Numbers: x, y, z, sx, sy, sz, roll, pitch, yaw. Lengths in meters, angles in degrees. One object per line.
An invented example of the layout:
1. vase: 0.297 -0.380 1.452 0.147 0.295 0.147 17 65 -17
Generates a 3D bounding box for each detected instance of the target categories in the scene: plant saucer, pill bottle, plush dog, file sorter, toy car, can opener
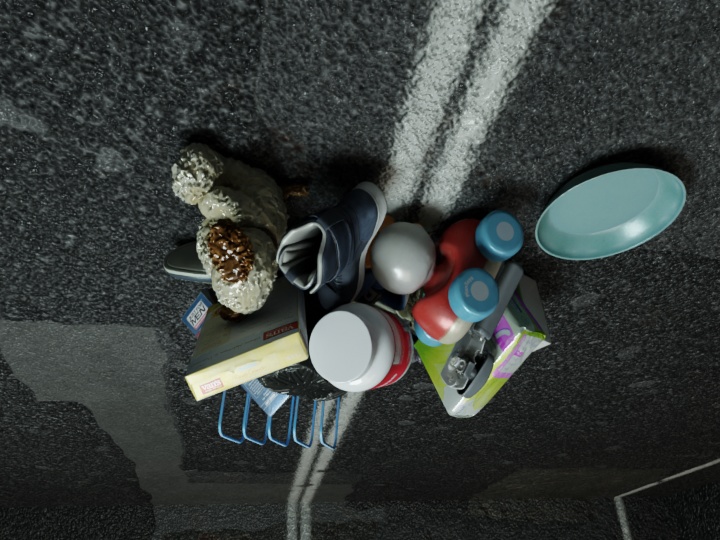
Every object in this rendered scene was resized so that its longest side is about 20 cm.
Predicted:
1. plant saucer: 0.334 -0.084 0.778 0.192 0.037 0.202 -3 148 -2
2. pill bottle: 0.003 0.105 0.782 0.108 0.117 0.199 -12 169 15
3. plush dog: -0.138 -0.031 0.686 0.154 0.177 0.202 -1 148 -3
4. file sorter: -0.139 0.243 1.013 0.192 0.127 0.140 1 157 10
5. toy car: 0.087 -0.020 0.785 0.196 0.180 0.185 31 159 -2
6. can opener: 0.182 0.084 0.827 0.066 0.204 0.053 33 173 -33

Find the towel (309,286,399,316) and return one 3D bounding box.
1. towel: -0.055 0.081 1.023 0.189 0.036 0.197 -26 144 37

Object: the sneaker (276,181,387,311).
1. sneaker: -0.049 0.000 0.707 0.076 0.146 0.206 33 134 16

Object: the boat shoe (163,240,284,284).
1. boat shoe: -0.183 -0.005 0.826 0.192 0.077 0.063 -8 139 -11

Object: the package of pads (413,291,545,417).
1. package of pads: 0.185 0.115 0.909 0.066 0.157 0.202 13 125 -35

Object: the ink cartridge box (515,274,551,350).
1. ink cartridge box: 0.219 0.101 0.985 0.066 0.121 0.198 18 143 -36

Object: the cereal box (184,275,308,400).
1. cereal box: -0.138 0.075 0.727 0.139 0.201 0.041 -21 111 1

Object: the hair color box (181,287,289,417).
1. hair color box: -0.170 0.114 0.877 0.061 0.200 0.100 -45 176 18

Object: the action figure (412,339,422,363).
1. action figure: 0.071 0.164 1.103 0.196 0.071 0.129 8 144 -46

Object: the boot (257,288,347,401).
1. boot: -0.091 0.093 0.822 0.077 0.163 0.211 -19 154 14

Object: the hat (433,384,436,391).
1. hat: 0.227 0.174 1.145 0.192 0.083 0.204 -8 144 -6

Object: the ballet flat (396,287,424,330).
1. ballet flat: 0.089 0.057 0.964 0.073 0.070 0.202 10 154 18

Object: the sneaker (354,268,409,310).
1. sneaker: 0.000 0.000 0.839 0.195 0.085 0.074 18 145 -28
